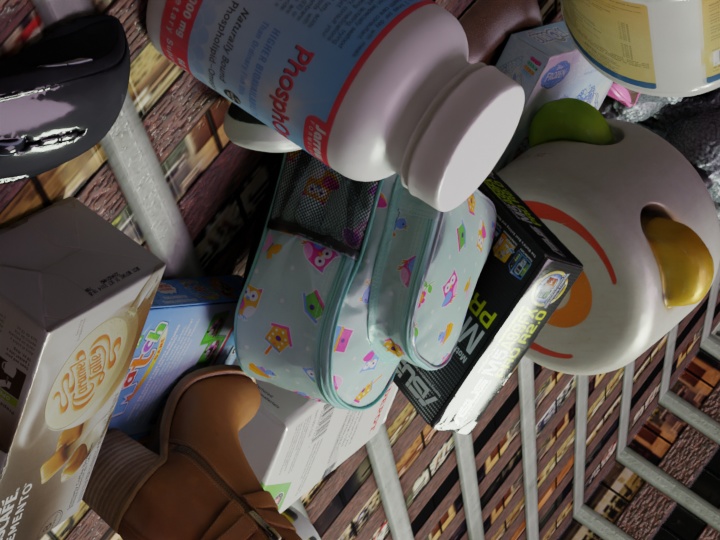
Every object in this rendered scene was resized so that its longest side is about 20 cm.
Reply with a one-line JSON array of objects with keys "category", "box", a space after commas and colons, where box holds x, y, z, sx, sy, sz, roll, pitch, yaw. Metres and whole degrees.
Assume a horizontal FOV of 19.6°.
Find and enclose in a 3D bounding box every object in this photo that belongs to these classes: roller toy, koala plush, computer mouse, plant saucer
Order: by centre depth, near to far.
[{"category": "computer mouse", "box": [-0.184, -0.052, 1.083, 0.200, 0.046, 0.141, -31, 149, -54]}, {"category": "roller toy", "box": [0.180, -0.015, 1.646, 0.140, 0.200, 0.183, -35, 159, -42]}, {"category": "plant saucer", "box": [0.091, -0.143, 1.686, 0.200, 0.032, 0.200, -48, 160, -23]}, {"category": "koala plush", "box": [0.322, -0.137, 1.992, 0.184, 0.200, 0.177, -52, 176, -47]}]

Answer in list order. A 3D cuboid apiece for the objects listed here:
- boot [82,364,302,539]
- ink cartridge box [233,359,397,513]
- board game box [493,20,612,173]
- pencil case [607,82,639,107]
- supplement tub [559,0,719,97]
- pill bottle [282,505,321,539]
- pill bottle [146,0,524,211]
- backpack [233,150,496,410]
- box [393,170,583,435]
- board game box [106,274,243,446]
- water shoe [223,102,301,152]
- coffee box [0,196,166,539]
[{"category": "boot", "box": [-0.085, 0.145, 1.404, 0.200, 0.155, 0.077, -24, 144, -60]}, {"category": "ink cartridge box", "box": [-0.050, 0.105, 1.672, 0.200, 0.084, 0.146, -36, 155, -47]}, {"category": "board game box", "box": [0.139, -0.115, 1.739, 0.200, 0.043, 0.199, -23, 144, -59]}, {"category": "pencil case", "box": [0.259, -0.248, 1.842, 0.200, 0.094, 0.091, -56, 173, 5]}, {"category": "supplement tub", "box": [0.182, -0.204, 1.236, 0.145, 0.145, 0.200, -53, 160, -9]}, {"category": "pill bottle", "box": [-0.121, 0.276, 1.751, 0.200, 0.112, 0.112, -29, 149, -55]}, {"category": "pill bottle", "box": [-0.013, -0.119, 1.158, 0.109, 0.200, 0.109, -48, 161, -23]}, {"category": "backpack", "box": [0.000, 0.000, 1.451, 0.200, 0.153, 0.176, -64, 162, -3]}, {"category": "box", "box": [0.059, 0.000, 1.564, 0.044, 0.200, 0.160, 15, 116, -43]}, {"category": "board game box", "box": [-0.149, 0.076, 1.433, 0.151, 0.037, 0.200, -60, 163, 12]}, {"category": "water shoe", "box": [-0.025, -0.147, 1.334, 0.200, 0.071, 0.079, -44, 138, -43]}, {"category": "coffee box", "box": [-0.200, 0.071, 1.211, 0.114, 0.080, 0.200, -31, 151, -53]}]
